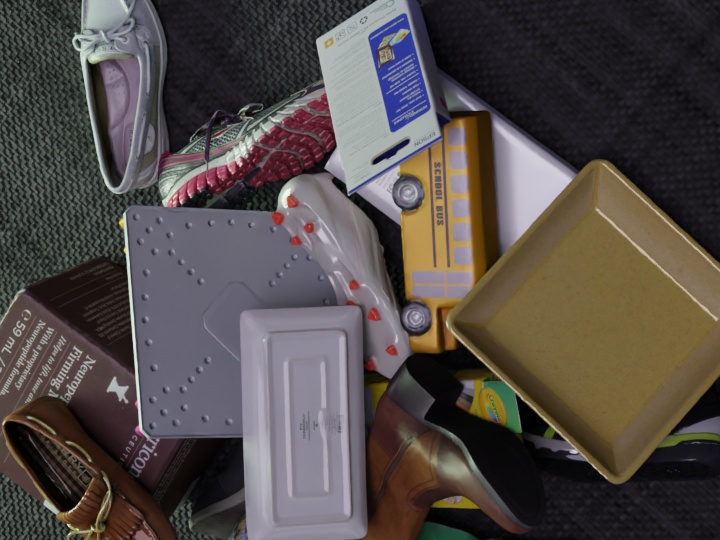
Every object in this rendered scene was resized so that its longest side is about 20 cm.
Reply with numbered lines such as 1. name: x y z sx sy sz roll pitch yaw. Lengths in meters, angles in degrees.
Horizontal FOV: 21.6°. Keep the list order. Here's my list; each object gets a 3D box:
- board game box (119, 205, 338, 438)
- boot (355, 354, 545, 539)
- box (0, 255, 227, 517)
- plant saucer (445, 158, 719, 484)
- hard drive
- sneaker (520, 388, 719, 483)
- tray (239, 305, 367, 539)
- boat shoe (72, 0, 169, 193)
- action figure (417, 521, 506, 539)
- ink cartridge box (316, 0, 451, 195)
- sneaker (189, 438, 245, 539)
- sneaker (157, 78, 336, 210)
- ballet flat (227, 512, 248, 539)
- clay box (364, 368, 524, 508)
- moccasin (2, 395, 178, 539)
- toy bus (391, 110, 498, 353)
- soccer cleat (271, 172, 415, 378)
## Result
1. board game box: -0.109 0.047 1.633 0.026 0.199 0.202 -29 63 57
2. boot: 0.054 0.203 1.602 0.188 0.068 0.201 43 126 22
3. box: -0.231 0.119 1.720 0.199 0.164 0.166 35 110 10
4. plant saucer: 0.203 0.044 1.576 0.200 0.048 0.200 43 79 5
5. hard drive: 0.082 -0.085 1.643 0.200 0.027 0.132 37 110 10
6. sneaker: 0.230 0.135 1.624 0.199 0.072 0.083 -1 66 24
7. tray: -0.046 0.132 1.595 0.107 0.022 0.202 -2 93 -14
8. boat shoe: -0.219 -0.172 1.713 0.074 0.065 0.204 -1 100 20
9. action figure: 0.126 0.277 1.683 0.198 0.055 0.119 0 99 13
10. ink cartridge box: 0.020 -0.147 1.577 0.094 0.201 0.037 -30 132 19
11. sneaker: -0.089 0.174 1.740 0.200 0.074 0.107 -36 44 43
12. sneaker: -0.100 -0.116 1.679 0.199 0.081 0.075 -30 59 15
13. ballet flat: -0.112 0.298 1.727 0.072 0.072 0.201 33 132 11
14. clay box: 0.071 0.147 1.648 0.199 0.047 0.116 -4 99 39
15. moccasin: -0.228 0.194 1.603 0.074 0.078 0.202 -37 87 23
16. toy bus: 0.074 -0.033 1.607 0.078 0.065 0.202 -1 100 19
17. soccer cleat: 0.000 0.000 1.653 0.069 0.077 0.201 -37 83 47
